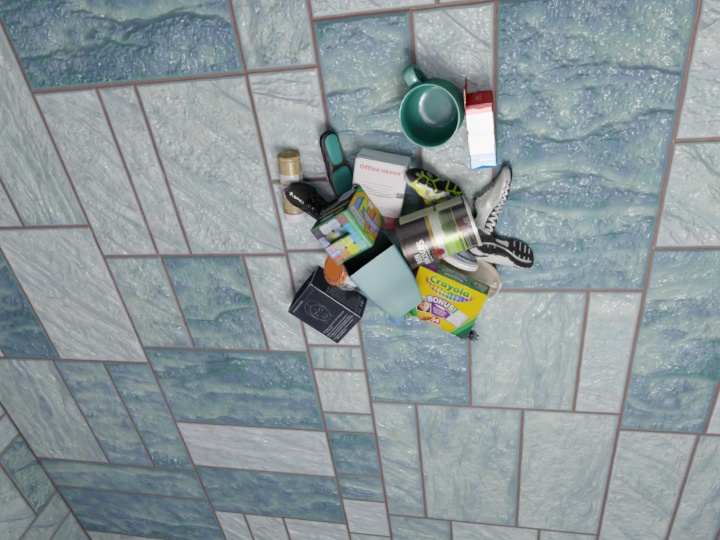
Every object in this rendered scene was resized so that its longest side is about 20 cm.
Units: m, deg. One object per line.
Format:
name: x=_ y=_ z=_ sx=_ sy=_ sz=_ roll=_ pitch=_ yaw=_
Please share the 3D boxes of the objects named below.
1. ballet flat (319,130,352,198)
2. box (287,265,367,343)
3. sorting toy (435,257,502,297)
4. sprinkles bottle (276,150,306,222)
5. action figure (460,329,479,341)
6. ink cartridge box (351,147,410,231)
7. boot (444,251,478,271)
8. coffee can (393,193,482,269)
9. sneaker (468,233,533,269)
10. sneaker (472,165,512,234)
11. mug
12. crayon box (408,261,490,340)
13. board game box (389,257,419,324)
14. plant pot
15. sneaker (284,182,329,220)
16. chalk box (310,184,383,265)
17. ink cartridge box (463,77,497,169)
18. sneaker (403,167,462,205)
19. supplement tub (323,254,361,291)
ballet flat: x=-0.071 y=-0.291 z=1.491 sx=0.073 sy=0.073 sz=0.200 roll=-7 pitch=120 yaw=17
box: x=-0.104 y=0.112 z=1.734 sx=0.200 sy=0.107 sz=0.148 roll=35 pitch=124 yaw=-12
sorting toy: x=0.297 y=0.044 z=1.612 sx=0.200 sy=0.107 sz=0.180 roll=16 pitch=132 yaw=1
sprinkles bottle: x=-0.196 y=-0.239 z=1.548 sx=0.068 sy=0.068 sz=0.200 roll=4 pitch=123 yaw=10
action figure: x=0.300 y=0.157 z=1.656 sx=0.130 sy=0.069 sz=0.200 roll=19 pitch=148 yaw=35
ink cartridge box: x=0.051 y=-0.223 z=1.492 sx=0.144 sy=0.084 sz=0.200 roll=12 pitch=125 yaw=5
boot: x=0.257 y=-0.082 z=1.524 sx=0.200 sy=0.073 sz=0.090 roll=32 pitch=123 yaw=14
coffee can: x=0.206 y=-0.103 z=1.433 sx=0.200 sy=0.146 sz=0.147 roll=-19 pitch=117 yaw=13
sneaker: x=0.403 y=-0.052 z=1.548 sx=0.200 sy=0.074 sz=0.080 roll=19 pitch=164 yaw=-11
sneaker: x=0.352 y=-0.193 z=1.458 sx=0.081 sy=0.075 sz=0.200 roll=22 pitch=125 yaw=9
mug: x=0.181 y=-0.406 z=1.320 sx=0.152 sy=0.114 sz=0.185 roll=11 pitch=122 yaw=17
crayon box: x=0.241 y=0.081 z=1.524 sx=0.200 sy=0.058 sz=0.173 roll=24 pitch=128 yaw=11
board game box: x=0.151 y=0.046 z=1.617 sx=0.037 sy=0.151 sz=0.200 roll=32 pitch=136 yaw=42
plant pot: x=0.069 y=0.021 z=1.441 sx=0.141 sy=0.141 sz=0.200 roll=-36 pitch=115 yaw=4
sneaker: x=-0.123 y=-0.184 z=1.527 sx=0.200 sy=0.079 sz=0.075 roll=29 pitch=98 yaw=-34
chalk box: x=-0.037 y=-0.109 z=1.416 sx=0.125 sy=0.200 sz=0.124 roll=-26 pitch=113 yaw=30
ink cartridge box: x=0.296 y=-0.365 z=1.326 sx=0.067 sy=0.116 sz=0.200 roll=-4 pitch=122 yaw=15
sneaker: x=0.188 y=-0.209 z=1.440 sx=0.200 sy=0.076 sz=0.076 roll=18 pitch=135 yaw=-34
supplement tub: x=0.000 y=0.000 z=1.575 sx=0.200 sy=0.123 sz=0.123 roll=4 pitch=136 yaw=-40
